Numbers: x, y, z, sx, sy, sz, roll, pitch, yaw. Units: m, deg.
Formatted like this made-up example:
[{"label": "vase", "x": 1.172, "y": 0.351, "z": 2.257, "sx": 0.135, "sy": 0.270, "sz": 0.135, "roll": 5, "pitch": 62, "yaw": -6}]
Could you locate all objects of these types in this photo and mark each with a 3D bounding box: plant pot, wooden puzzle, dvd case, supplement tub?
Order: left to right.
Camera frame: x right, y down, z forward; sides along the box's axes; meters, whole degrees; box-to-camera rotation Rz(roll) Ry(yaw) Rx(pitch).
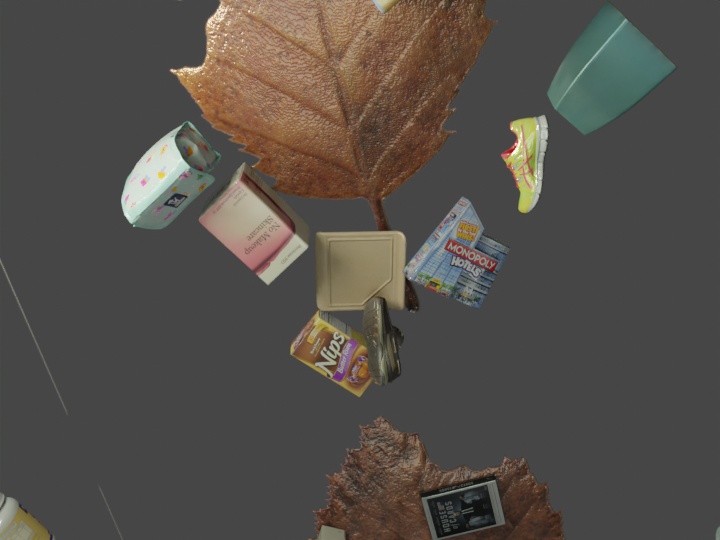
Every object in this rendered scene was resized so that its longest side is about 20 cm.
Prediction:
[{"label": "supplement tub", "x": -0.860, "y": 0.649, "z": 1.863, "sx": 0.144, "sy": 0.146, "sz": 0.201, "roll": -30, "pitch": 113, "yaw": 11}, {"label": "wooden puzzle", "x": 0.000, "y": 0.000, "z": 1.667, "sx": 0.195, "sy": 0.037, "sz": 0.188, "roll": 1, "pitch": 116, "yaw": 2}, {"label": "dvd case", "x": 0.265, "y": 0.613, "z": 1.972, "sx": 0.196, "sy": 0.025, "sz": 0.153, "roll": -15, "pitch": 115, "yaw": 3}, {"label": "plant pot", "x": 0.462, "y": -0.371, "z": 1.458, "sx": 0.140, "sy": 0.142, "sz": 0.200, "roll": 34, "pitch": 116, "yaw": -17}]

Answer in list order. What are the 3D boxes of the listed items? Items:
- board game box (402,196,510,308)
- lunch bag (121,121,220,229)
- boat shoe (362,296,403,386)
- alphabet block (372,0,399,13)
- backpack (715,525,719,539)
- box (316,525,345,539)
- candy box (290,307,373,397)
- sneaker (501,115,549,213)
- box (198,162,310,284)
[{"label": "board game box", "x": 0.221, "y": -0.040, "z": 1.626, "sx": 0.197, "sy": 0.062, "sz": 0.203, "roll": 23, "pitch": 101, "yaw": -18}, {"label": "lunch bag", "x": -0.368, "y": -0.176, "z": 1.470, "sx": 0.170, "sy": 0.201, "sz": 0.122, "roll": -39, "pitch": 111, "yaw": 14}, {"label": "boat shoe", "x": 0.053, "y": 0.151, "z": 1.686, "sx": 0.072, "sy": 0.074, "sz": 0.204, "roll": -12, "pitch": 109, "yaw": -29}, {"label": "alphabet block", "x": 0.047, "y": -0.593, "z": 1.302, "sx": 0.199, "sy": 0.196, "sz": 0.196, "roll": -38, "pitch": 113, "yaw": 16}, {"label": "backpack", "x": 1.025, "y": 0.760, "z": 2.025, "sx": 0.165, "sy": 0.127, "sz": 0.202, "roll": -29, "pitch": 113, "yaw": -2}, {"label": "box", "x": -0.099, "y": 0.771, "z": 1.997, "sx": 0.067, "sy": 0.082, "sz": 0.203, "roll": 15, "pitch": 112, "yaw": -9}, {"label": "candy box", "x": -0.047, "y": 0.187, "z": 1.738, "sx": 0.198, "sy": 0.057, "sz": 0.117, "roll": 34, "pitch": 110, "yaw": -16}, {"label": "sneaker", "x": 0.330, "y": -0.217, "z": 1.564, "sx": 0.088, "sy": 0.078, "sz": 0.204, "roll": 3, "pitch": 110, "yaw": 5}, {"label": "box", "x": -0.213, "y": -0.095, "z": 1.566, "sx": 0.128, "sy": 0.109, "sz": 0.200, "roll": -41, "pitch": 110, "yaw": 15}]
